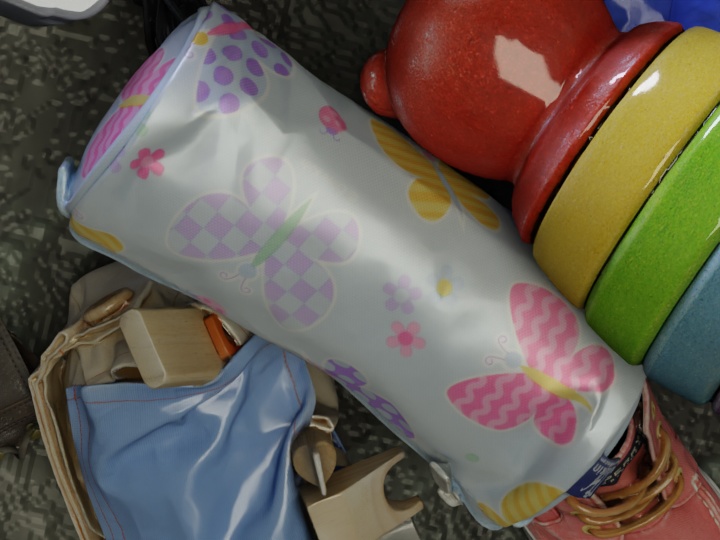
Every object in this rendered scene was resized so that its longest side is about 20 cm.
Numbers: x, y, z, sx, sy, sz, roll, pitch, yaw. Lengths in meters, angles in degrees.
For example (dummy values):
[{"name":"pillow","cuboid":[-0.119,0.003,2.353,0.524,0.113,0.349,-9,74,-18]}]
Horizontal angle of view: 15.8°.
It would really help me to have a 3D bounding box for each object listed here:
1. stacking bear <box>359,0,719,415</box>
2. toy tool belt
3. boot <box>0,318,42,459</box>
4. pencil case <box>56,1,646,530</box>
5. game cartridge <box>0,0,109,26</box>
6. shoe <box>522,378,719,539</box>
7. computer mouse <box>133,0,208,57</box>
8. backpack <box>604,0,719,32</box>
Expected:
[{"name":"stacking bear","cuboid":[0.096,-0.029,0.809,0.200,0.114,0.122,36,109,10]},{"name":"toy tool belt","cuboid":[-0.039,0.090,0.914,0.124,0.123,0.201,-22,104,3]},{"name":"boot","cuboid":[-0.179,0.088,0.923,0.173,0.069,0.201,-29,114,-18]},{"name":"pencil case","cuboid":[0.000,0.000,0.849,0.200,0.083,0.091,36,116,-11]},{"name":"game cartridge","cuboid":[-0.181,-0.129,0.861,0.199,0.133,0.041,21,94,-13]},{"name":"shoe","cuboid":[0.088,0.075,0.959,0.071,0.091,0.200,-41,102,-4]},{"name":"computer mouse","cuboid":[0.003,-0.133,0.929,0.199,0.110,0.044,-23,142,-13]},{"name":"backpack","cuboid":[0.147,-0.060,0.926,0.167,0.163,0.201,6,105,9]}]
